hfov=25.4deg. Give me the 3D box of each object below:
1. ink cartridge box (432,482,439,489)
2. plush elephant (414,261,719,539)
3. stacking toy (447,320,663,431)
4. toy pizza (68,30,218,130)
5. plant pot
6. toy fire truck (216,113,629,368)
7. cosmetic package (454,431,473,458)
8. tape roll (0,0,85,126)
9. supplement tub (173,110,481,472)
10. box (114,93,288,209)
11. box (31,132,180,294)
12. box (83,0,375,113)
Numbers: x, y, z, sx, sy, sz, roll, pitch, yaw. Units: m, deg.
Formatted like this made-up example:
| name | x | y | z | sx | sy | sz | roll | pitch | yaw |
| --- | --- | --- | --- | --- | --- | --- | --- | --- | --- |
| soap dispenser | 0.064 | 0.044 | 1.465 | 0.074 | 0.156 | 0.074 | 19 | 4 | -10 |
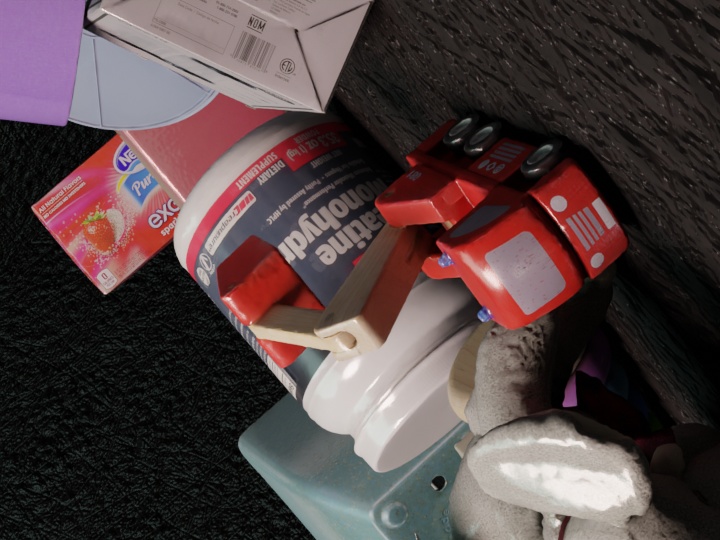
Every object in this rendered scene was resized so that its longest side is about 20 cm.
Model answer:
| name | x | y | z | sx | sy | sz | roll | pitch | yaw |
| --- | --- | --- | --- | --- | --- | --- | --- | --- | --- |
| ink cartridge box | 0.171 | 0.302 | 1.831 | 0.200 | 0.068 | 0.115 | 52 | 174 | -23 |
| plush elephant | 0.109 | 0.096 | 0.644 | 0.154 | 0.200 | 0.165 | 4 | 130 | 56 |
| stacking toy | 0.137 | 0.103 | 0.844 | 0.200 | 0.085 | 0.085 | 46 | 176 | -22 |
| toy pizza | -0.179 | -0.177 | 1.085 | 0.201 | 0.199 | 0.032 | 54 | -146 | -35 |
| plant pot | 0.050 | 0.169 | 1.290 | 0.197 | 0.196 | 0.200 | 51 | 173 | -18 |
| toy fire truck | 0.018 | -0.004 | 0.701 | 0.049 | 0.141 | 0.200 | 51 | 174 | -21 |
| cosmetic package | 0.161 | 0.176 | 1.103 | 0.200 | 0.073 | 0.104 | 43 | 172 | 50 |
| tape roll | -0.181 | -0.181 | 0.860 | 0.200 | 0.065 | 0.202 | -176 | 90 | -77 |
| supplement tub | -0.009 | 0.011 | 1.000 | 0.200 | 0.140 | 0.140 | 48 | 174 | 17 |
| box | -0.146 | -0.142 | 1.221 | 0.200 | 0.109 | 0.128 | 50 | 175 | -10 |
| box | -0.175 | -0.080 | 1.374 | 0.100 | 0.200 | 0.095 | 50 | 176 | -5 |
| box | -0.076 | -0.130 | 0.806 | 0.116 | 0.060 | 0.200 | 24 | 180 | -13 |
